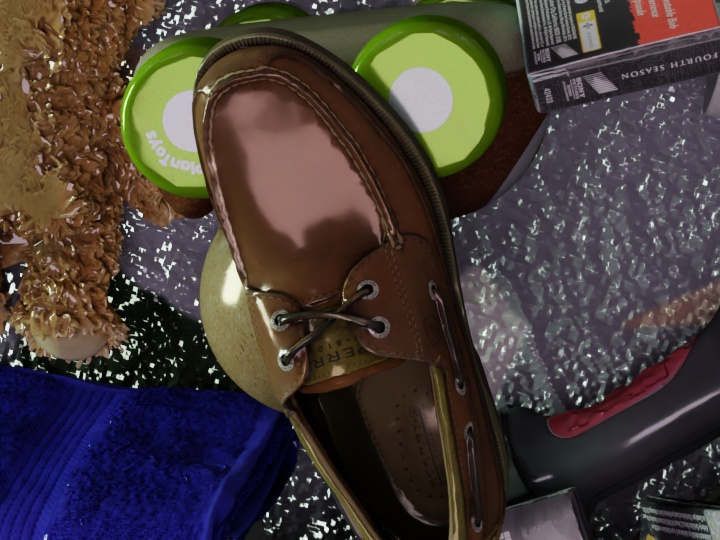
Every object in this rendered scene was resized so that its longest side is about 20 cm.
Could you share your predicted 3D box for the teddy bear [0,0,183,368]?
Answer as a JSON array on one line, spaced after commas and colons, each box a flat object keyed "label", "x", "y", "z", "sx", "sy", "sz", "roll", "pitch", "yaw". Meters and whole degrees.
[{"label": "teddy bear", "x": -0.137, "y": -0.053, "z": 0.858, "sx": 0.145, "sy": 0.067, "sz": 0.200, "roll": -2, "pitch": 110, "yaw": 18}]

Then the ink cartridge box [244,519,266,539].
[{"label": "ink cartridge box", "x": -0.132, "y": 0.184, "z": 0.898, "sx": 0.200, "sy": 0.088, "sz": 0.146, "roll": -10, "pitch": 103, "yaw": 11}]

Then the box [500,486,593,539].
[{"label": "box", "x": 0.012, "y": 0.186, "z": 0.794, "sx": 0.200, "sy": 0.050, "sz": 0.158, "roll": -17, "pitch": 83, "yaw": 9}]

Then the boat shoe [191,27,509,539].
[{"label": "boat shoe", "x": 0.001, "y": 0.016, "z": 0.682, "sx": 0.072, "sy": 0.068, "sz": 0.200, "roll": -21, "pitch": 110, "yaw": 18}]

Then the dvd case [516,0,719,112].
[{"label": "dvd case", "x": 0.152, "y": -0.125, "z": 0.732, "sx": 0.200, "sy": 0.146, "sz": 0.022, "roll": -14, "pitch": 129, "yaw": 9}]

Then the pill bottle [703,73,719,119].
[{"label": "pill bottle", "x": 0.235, "y": -0.075, "z": 0.768, "sx": 0.200, "sy": 0.112, "sz": 0.113, "roll": 13, "pitch": 105, "yaw": 4}]

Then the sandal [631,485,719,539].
[{"label": "sandal", "x": 0.148, "y": 0.130, "z": 0.866, "sx": 0.201, "sy": 0.057, "sz": 0.080, "roll": -36, "pitch": 92, "yaw": 0}]

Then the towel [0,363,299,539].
[{"label": "towel", "x": -0.134, "y": 0.078, "z": 0.837, "sx": 0.200, "sy": 0.148, "sz": 0.050, "roll": 4, "pitch": 108, "yaw": 9}]

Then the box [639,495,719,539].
[{"label": "box", "x": 0.200, "y": 0.144, "z": 0.697, "sx": 0.200, "sy": 0.132, "sz": 0.115, "roll": 6, "pitch": 85, "yaw": -4}]

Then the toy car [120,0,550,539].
[{"label": "toy car", "x": 0.000, "y": 0.000, "z": 0.790, "sx": 0.158, "sy": 0.164, "sz": 0.200, "roll": -4, "pitch": 102, "yaw": 9}]

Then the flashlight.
[{"label": "flashlight", "x": 0.122, "y": 0.046, "z": 0.843, "sx": 0.200, "sy": 0.068, "sz": 0.068, "roll": -30, "pitch": 95, "yaw": 19}]
